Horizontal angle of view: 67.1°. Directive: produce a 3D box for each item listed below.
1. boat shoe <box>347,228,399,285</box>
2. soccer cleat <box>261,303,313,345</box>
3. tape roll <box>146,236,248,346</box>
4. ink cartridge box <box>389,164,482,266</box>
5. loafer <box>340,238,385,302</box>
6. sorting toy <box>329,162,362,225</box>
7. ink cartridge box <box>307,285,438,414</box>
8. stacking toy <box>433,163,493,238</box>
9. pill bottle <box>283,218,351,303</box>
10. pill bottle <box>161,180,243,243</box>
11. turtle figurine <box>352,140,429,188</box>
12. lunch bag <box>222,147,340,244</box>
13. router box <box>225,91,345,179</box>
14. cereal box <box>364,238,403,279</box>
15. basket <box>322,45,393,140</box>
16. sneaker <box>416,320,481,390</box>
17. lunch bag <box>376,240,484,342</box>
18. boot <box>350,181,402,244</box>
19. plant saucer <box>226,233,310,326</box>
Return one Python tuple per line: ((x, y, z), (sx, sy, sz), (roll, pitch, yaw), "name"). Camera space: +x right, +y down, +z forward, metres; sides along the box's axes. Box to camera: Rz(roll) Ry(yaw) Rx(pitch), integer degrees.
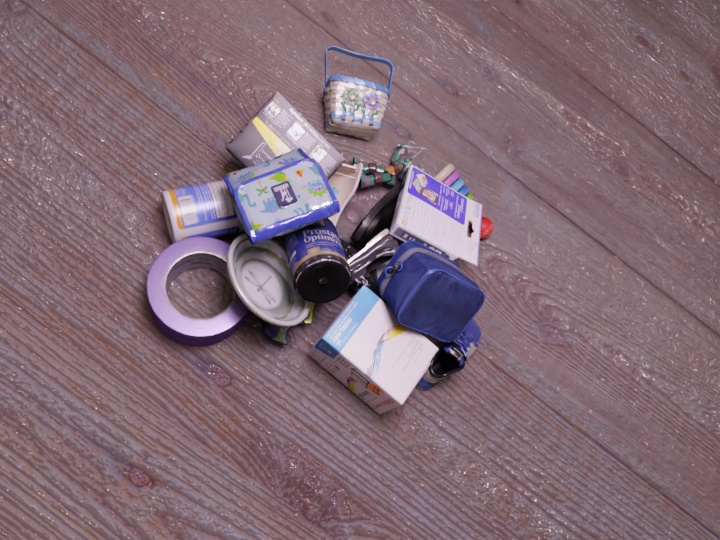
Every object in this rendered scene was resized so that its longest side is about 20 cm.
((0.000, 0.000, 1.120), (0.200, 0.073, 0.063), (-42, 86, -6), "boat shoe")
((-0.122, 0.067, 1.132), (0.083, 0.065, 0.201), (37, 68, 3), "soccer cleat")
((-0.313, 0.041, 1.067), (0.198, 0.085, 0.202), (7, 68, -17), "tape roll")
((0.170, -0.113, 1.182), (0.198, 0.043, 0.199), (26, 48, -11), "ink cartridge box")
((-0.010, 0.013, 1.194), (0.068, 0.070, 0.201), (-36, 67, -4), "loafer")
((-0.114, -0.168, 1.212), (0.198, 0.107, 0.182), (14, 74, -12), "sorting toy")
((0.023, 0.164, 1.099), (0.199, 0.147, 0.145), (39, 63, 0), "ink cartridge box")
((0.257, -0.164, 1.347), (0.200, 0.085, 0.085), (48, 63, -2), "stacking toy")
((-0.091, -0.040, 1.067), (0.111, 0.113, 0.201), (0, 40, -19), "pill bottle")
((-0.297, -0.126, 1.121), (0.198, 0.112, 0.113), (-15, 75, -24), "pill bottle")
((0.086, -0.243, 1.295), (0.198, 0.150, 0.102), (-9, 113, -9), "turtle figurine")
((-0.147, -0.130, 1.002), (0.169, 0.128, 0.200), (-23, 38, -12), "lunch bag")
((-0.155, -0.241, 1.135), (0.200, 0.052, 0.157), (44, 86, -12), "router box")
((0.090, -0.023, 1.253), (0.142, 0.040, 0.202), (-9, 73, -23), "cereal box")
((-0.006, -0.433, 1.320), (0.174, 0.139, 0.203), (6, 78, -15), "basket")
((0.206, 0.178, 1.174), (0.199, 0.115, 0.081), (-38, 86, -27), "sneaker")
((0.127, 0.035, 1.074), (0.199, 0.136, 0.133), (26, 18, -34), "lunch bag")
((0.091, -0.092, 1.212), (0.158, 0.079, 0.211), (44, 61, 0), "boot")
((-0.183, 0.025, 1.041), (0.200, 0.050, 0.201), (37, 35, -31), "plant saucer")
